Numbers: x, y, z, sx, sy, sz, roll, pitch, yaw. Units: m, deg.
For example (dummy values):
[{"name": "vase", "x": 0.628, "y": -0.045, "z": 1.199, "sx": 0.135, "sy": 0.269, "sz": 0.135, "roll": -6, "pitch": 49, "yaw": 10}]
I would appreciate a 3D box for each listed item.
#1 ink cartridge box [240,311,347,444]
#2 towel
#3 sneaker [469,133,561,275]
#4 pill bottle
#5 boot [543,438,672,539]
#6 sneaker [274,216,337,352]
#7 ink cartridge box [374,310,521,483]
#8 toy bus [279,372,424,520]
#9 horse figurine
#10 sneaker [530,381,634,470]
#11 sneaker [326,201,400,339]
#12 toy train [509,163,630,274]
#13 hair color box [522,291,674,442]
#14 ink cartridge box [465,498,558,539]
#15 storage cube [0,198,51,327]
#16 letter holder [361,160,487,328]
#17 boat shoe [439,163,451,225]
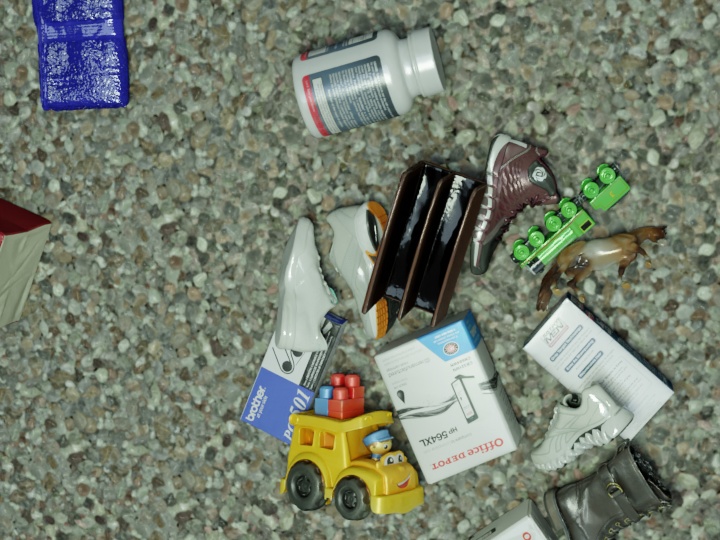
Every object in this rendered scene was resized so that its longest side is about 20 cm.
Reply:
[{"name": "ink cartridge box", "x": -0.100, "y": 0.149, "z": 1.757, "sx": 0.093, "sy": 0.044, "sz": 0.203, "roll": 24, "pitch": 102, "yaw": 8}, {"name": "towel", "x": -0.420, "y": -0.341, "z": 1.747, "sx": 0.145, "sy": 0.050, "sz": 0.204, "roll": -2, "pitch": 98, "yaw": 12}, {"name": "sneaker", "x": 0.221, "y": -0.084, "z": 1.648, "sx": 0.113, "sy": 0.076, "sz": 0.204, "roll": 12, "pitch": 99, "yaw": 6}, {"name": "pill bottle", "x": 0.014, "y": -0.267, "z": 1.637, "sx": 0.196, "sy": 0.120, "sz": 0.122, "roll": -14, "pitch": 95, "yaw": 13}, {"name": "boot", "x": 0.368, "y": 0.357, "z": 1.659, "sx": 0.173, "sy": 0.069, "sz": 0.202, "roll": -32, "pitch": 89, "yaw": 31}, {"name": "sneaker", "x": -0.073, "y": 0.024, "z": 1.705, "sx": 0.087, "sy": 0.075, "sz": 0.204, "roll": 10, "pitch": 69, "yaw": -13}, {"name": "ink cartridge box", "x": 0.128, "y": 0.182, "z": 1.689, "sx": 0.144, "sy": 0.084, "sz": 0.203, "roll": -24, "pitch": 93, "yaw": 14}, {"name": "toy bus", "x": -0.008, "y": 0.249, "z": 1.689, "sx": 0.197, "sy": 0.135, "sz": 0.196, "roll": 5, "pitch": 91, "yaw": 38}, {"name": "horse figurine", "x": 0.328, "y": -0.009, "z": 1.614, "sx": 0.197, "sy": 0.133, "sz": 0.050, "roll": -20, "pitch": 115, "yaw": 19}, {"name": "sneaker", "x": 0.297, "y": 0.217, "z": 1.642, "sx": 0.081, "sy": 0.075, "sz": 0.200, "roll": 49, "pitch": 140, "yaw": 4}, {"name": "sneaker", "x": 0.000, "y": 0.000, "z": 1.712, "sx": 0.091, "sy": 0.075, "sz": 0.204, "roll": 0, "pitch": 102, "yaw": 33}, {"name": "toy train", "x": 0.296, "y": -0.070, "z": 1.653, "sx": 0.200, "sy": 0.042, "sz": 0.056, "roll": -43, "pitch": 99, "yaw": 13}, {"name": "hair color box", "x": 0.336, "y": 0.135, "z": 1.661, "sx": 0.199, "sy": 0.061, "sz": 0.100, "roll": 41, "pitch": 105, "yaw": 3}, {"name": "ink cartridge box", "x": 0.210, "y": 0.456, "z": 1.719, "sx": 0.199, "sy": 0.084, "sz": 0.147, "roll": -35, "pitch": 91, "yaw": 13}, {"name": "storage cube", "x": -0.601, "y": -0.018, "z": 1.766, "sx": 0.177, "sy": 0.171, "sz": 0.203, "roll": 22, "pitch": 101, "yaw": 5}, {"name": "letter holder", "x": 0.084, "y": -0.030, "z": 1.577, "sx": 0.099, "sy": 0.142, "sz": 0.203, "roll": 20, "pitch": 106, "yaw": 12}, {"name": "boat shoe", "x": 0.102, "y": -0.050, "z": 1.675, "sx": 0.063, "sy": 0.073, "sz": 0.204, "roll": 1, "pitch": 98, "yaw": 5}]
